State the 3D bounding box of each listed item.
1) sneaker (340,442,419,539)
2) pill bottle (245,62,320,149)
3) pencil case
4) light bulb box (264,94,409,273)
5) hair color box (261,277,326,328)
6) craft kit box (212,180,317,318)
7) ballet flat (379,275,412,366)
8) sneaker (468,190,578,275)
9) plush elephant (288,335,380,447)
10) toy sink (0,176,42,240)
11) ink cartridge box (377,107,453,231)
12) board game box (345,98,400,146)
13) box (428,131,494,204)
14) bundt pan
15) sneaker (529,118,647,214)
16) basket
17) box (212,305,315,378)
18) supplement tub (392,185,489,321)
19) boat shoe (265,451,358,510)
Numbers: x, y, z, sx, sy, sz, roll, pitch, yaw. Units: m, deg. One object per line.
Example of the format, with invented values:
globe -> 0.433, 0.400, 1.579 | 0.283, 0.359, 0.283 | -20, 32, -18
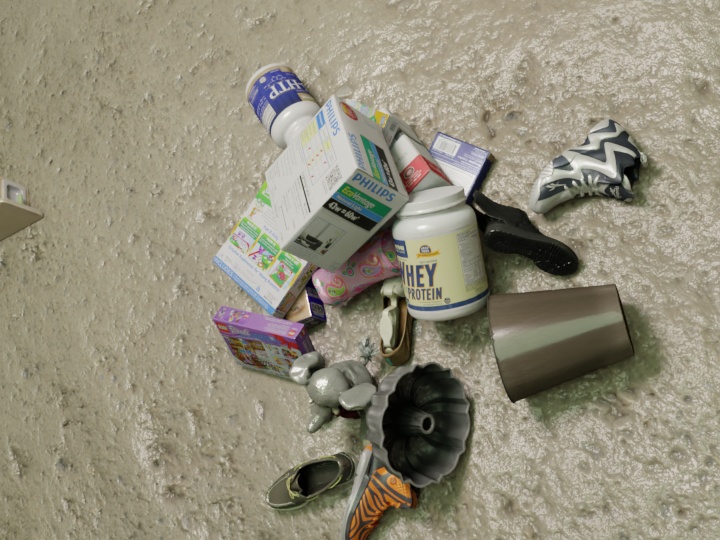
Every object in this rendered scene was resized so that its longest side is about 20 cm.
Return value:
sneaker -> 0.037, 0.408, 1.291 | 0.111, 0.077, 0.202 | 16, 99, 16
pill bottle -> -0.144, -0.319, 1.545 | 0.120, 0.119, 0.201 | -41, 63, 13
pencil case -> 0.000, 0.000, 1.379 | 0.199, 0.087, 0.088 | -31, 64, 38
light bulb box -> -0.046, -0.144, 1.267 | 0.200, 0.124, 0.200 | -42, 44, 27
hair color box -> -0.146, 0.020, 1.494 | 0.108, 0.065, 0.202 | -22, 69, 21
craft kit box -> -0.169, -0.044, 1.463 | 0.200, 0.048, 0.199 | 38, 98, 31
ballet flat -> 0.061, 0.070, 1.364 | 0.067, 0.072, 0.203 | 0, 77, 28
sneaker -> 0.276, -0.066, 1.280 | 0.198, 0.105, 0.060 | 19, 127, 0
plush elephant -> -0.043, 0.219, 1.310 | 0.164, 0.154, 0.202 | 26, 108, 29
toy sink -> -0.935, -0.170, 1.931 | 0.198, 0.130, 0.113 | -22, 67, 23
ink cartridge box -> 0.059, -0.181, 1.393 | 0.144, 0.083, 0.201 | -45, 50, 19
board game box -> -0.018, -0.205, 1.388 | 0.134, 0.034, 0.202 | 33, 100, 47
box -> 0.150, -0.145, 1.392 | 0.120, 0.032, 0.202 | 29, 92, 31
bundt pan -> 0.087, 0.250, 1.244 | 0.075, 0.200, 0.204 | -2, 75, 52
sneaker -> 0.384, -0.142, 1.237 | 0.199, 0.080, 0.130 | -39, 54, 3
basket -> 0.318, 0.102, 1.186 | 0.198, 0.136, 0.182 | -15, 65, 21
box -> -0.176, 0.144, 1.439 | 0.198, 0.138, 0.039 | 10, 49, 29
supplement tub -> 0.133, -0.030, 1.269 | 0.143, 0.145, 0.202 | -6, 104, 27
boat shoe -> -0.100, 0.387, 1.378 | 0.200, 0.060, 0.073 | -28, 66, 20
